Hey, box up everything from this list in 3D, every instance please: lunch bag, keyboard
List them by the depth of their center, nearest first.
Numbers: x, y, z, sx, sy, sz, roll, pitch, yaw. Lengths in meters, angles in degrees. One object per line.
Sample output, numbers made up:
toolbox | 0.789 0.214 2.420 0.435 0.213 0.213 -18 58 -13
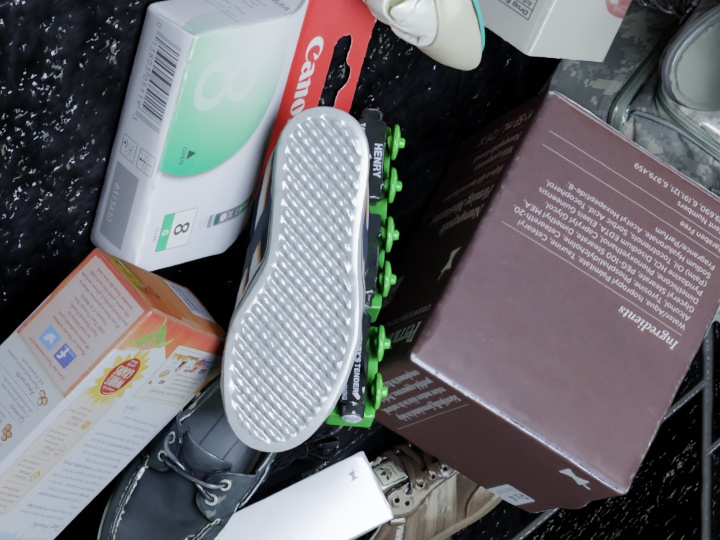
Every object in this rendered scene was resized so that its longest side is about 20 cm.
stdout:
keyboard | -0.080 0.144 1.705 0.127 0.021 0.200 -35 173 29
lunch bag | 0.244 -0.117 1.776 0.200 0.167 0.140 -47 143 -29

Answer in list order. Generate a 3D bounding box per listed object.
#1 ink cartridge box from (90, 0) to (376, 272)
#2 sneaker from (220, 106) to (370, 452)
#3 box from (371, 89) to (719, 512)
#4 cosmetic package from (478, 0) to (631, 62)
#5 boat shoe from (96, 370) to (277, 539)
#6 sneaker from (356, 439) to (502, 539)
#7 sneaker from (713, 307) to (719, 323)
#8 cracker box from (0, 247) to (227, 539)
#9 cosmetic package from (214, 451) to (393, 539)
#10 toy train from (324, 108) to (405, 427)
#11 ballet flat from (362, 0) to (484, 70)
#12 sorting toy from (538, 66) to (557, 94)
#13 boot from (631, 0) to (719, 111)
ink cartridge box | -0.057 -0.091 1.569 0.199 0.050 0.162 -14 132 -42
sneaker | -0.033 0.006 1.559 0.079 0.078 0.202 178 -75 -87
box | 0.115 0.024 1.689 0.201 0.164 0.166 -61 -169 -18
cosmetic package | 0.133 -0.238 1.615 0.087 0.103 0.201 0 122 -50
boat shoe | -0.088 0.106 1.588 0.199 0.074 0.066 -46 170 -16
sneaker | 0.041 0.153 1.883 0.200 0.071 0.075 -45 145 7
sneaker | 0.219 0.036 2.020 0.200 0.074 0.089 -48 149 -25
cracker box | -0.177 0.086 1.531 0.200 0.058 0.134 -46 159 6
cosmetic package | -0.082 0.181 1.678 0.199 0.052 0.151 -26 173 -6
toy train | 0.000 0.000 1.629 0.056 0.041 0.202 107 -12 -70
ballet flat | 0.023 -0.186 1.558 0.069 0.069 0.201 -37 134 -23
sorting toy | 0.136 -0.037 1.873 0.201 0.036 0.185 -54 148 2
boot | 0.199 -0.174 1.691 0.200 0.173 0.070 -38 129 -35
